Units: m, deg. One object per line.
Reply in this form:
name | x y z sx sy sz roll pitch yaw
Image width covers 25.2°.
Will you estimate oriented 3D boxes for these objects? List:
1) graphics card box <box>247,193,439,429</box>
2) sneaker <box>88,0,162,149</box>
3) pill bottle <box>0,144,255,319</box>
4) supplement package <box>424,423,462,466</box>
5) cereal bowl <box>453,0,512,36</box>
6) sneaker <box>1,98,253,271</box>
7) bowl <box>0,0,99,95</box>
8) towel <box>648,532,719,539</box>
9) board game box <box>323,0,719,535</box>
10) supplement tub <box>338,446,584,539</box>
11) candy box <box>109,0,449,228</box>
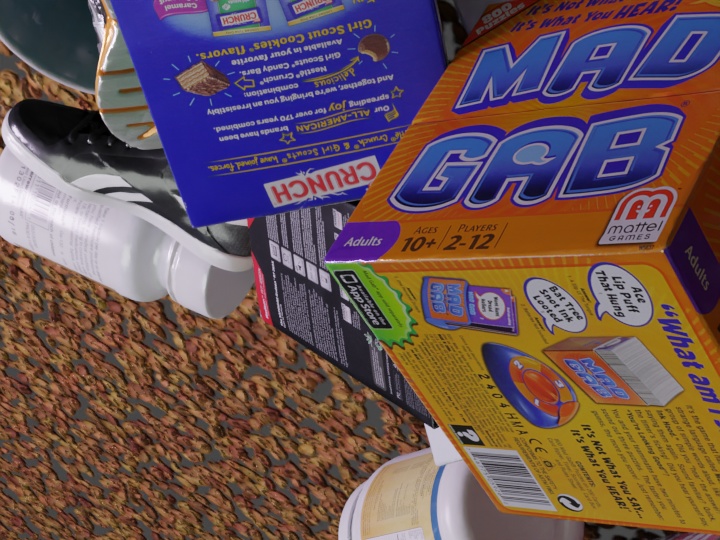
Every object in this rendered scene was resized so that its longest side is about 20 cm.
graphics card box | 0.000 0.000 0.980 0.200 0.051 0.127 28 131 52
sneaker | -0.127 -0.160 0.953 0.077 0.078 0.201 -10 132 -9
pill bottle | -0.178 -0.041 1.251 0.199 0.115 0.115 23 146 20
supplement package | 0.139 0.040 1.025 0.109 0.199 0.115 -27 78 55
cereal bowl | 0.152 -0.162 0.876 0.199 0.084 0.201 25 147 17
sneaker | -0.135 -0.092 1.079 0.199 0.073 0.112 27 126 -4
bowl | -0.144 -0.219 1.020 0.198 0.106 0.202 0 131 0
towel | 0.211 0.259 1.319 0.200 0.145 0.030 -26 86 55
board game box | 0.145 -0.008 0.821 0.199 0.201 0.201 -1 135 43
supplement tub | 0.082 0.222 1.390 0.145 0.145 0.200 44 148 -14
candy box | -0.040 -0.132 0.882 0.167 0.077 0.201 -10 129 6
